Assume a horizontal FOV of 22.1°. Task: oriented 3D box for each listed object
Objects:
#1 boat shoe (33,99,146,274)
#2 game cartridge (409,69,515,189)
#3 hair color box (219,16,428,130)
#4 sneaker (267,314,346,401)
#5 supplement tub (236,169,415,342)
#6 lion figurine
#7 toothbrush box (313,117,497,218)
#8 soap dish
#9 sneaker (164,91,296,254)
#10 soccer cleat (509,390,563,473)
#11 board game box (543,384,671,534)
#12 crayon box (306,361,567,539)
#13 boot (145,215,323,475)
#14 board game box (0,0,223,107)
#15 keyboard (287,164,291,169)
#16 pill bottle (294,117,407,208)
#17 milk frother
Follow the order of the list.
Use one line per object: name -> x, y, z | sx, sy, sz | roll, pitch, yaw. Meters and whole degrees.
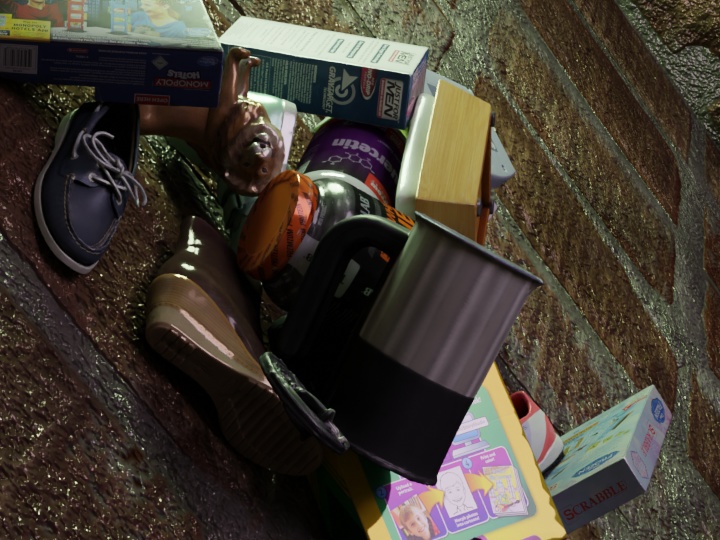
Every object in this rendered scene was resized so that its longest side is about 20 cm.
boat shoe -> -0.210, -0.076, 1.482 | 0.075, 0.062, 0.201 | 47, 25, -25
game cartridge -> 0.105, -0.153, 2.042 | 0.134, 0.041, 0.199 | 61, 20, 19
hair color box -> -0.039, -0.197, 1.830 | 0.100, 0.198, 0.061 | -61, 159, -64
sneaker -> -0.006, 0.126, 1.645 | 0.200, 0.060, 0.105 | 43, 24, -38
supplement tub -> 0.000, 0.000, 1.596 | 0.199, 0.123, 0.123 | 28, 34, -25
lion figurine -> -0.156, -0.141, 1.619 | 0.072, 0.198, 0.124 | 32, 71, -82
toothbrush box -> 0.052, -0.112, 2.038 | 0.201, 0.086, 0.146 | 57, 22, -6
soap dish -> 0.084, -0.064, 1.791 | 0.201, 0.080, 0.159 | -77, 168, -50
sneaker -> -0.130, -0.078, 1.669 | 0.117, 0.074, 0.202 | 15, 58, -13
soccer cleat -> 0.123, 0.188, 1.735 | 0.200, 0.068, 0.074 | -40, 103, -49
board game box -> 0.198, 0.205, 1.783 | 0.041, 0.199, 0.200 | 55, 24, -4
crayon box -> 0.059, 0.183, 1.585 | 0.198, 0.058, 0.174 | -13, 73, -35
boot -> -0.092, 0.059, 1.536 | 0.200, 0.072, 0.167 | 46, 27, -18
board game box -> -0.218, -0.227, 1.561 | 0.197, 0.062, 0.201 | 3, 42, -9
keyboard -> -0.063, -0.065, 1.842 | 0.201, 0.011, 0.056 | 56, 28, -4
pill bottle -> -0.017, -0.066, 1.785 | 0.113, 0.112, 0.201 | 50, 28, -16
milk frother -> 0.026, 0.053, 1.432 | 0.179, 0.190, 0.200 | 27, 4, -4
